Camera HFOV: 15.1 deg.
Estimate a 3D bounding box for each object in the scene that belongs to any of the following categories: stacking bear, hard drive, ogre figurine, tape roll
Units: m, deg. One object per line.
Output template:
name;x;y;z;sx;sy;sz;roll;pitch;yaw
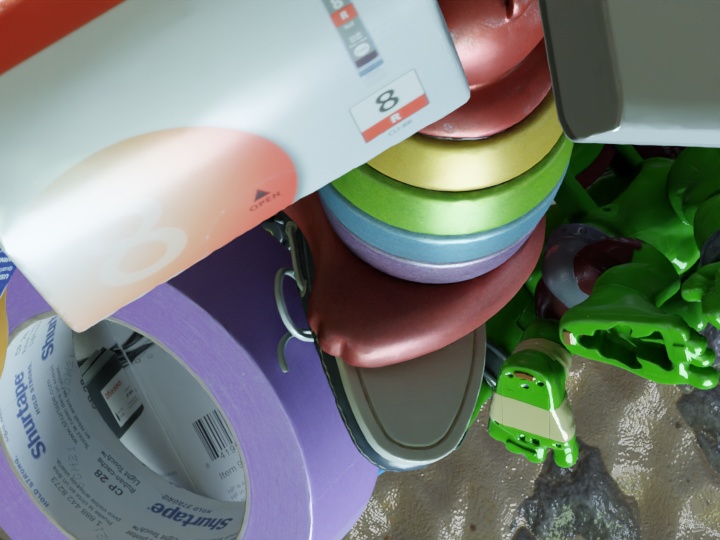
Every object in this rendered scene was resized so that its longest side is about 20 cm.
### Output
stacking bear;0.029;-0.071;1.026;0.113;0.122;0.200;-14;151;-13
hard drive;0.121;-0.106;0.892;0.026;0.133;0.199;-14;172;38
ogre figurine;0.108;0.003;1.132;0.098;0.120;0.200;30;144;-5
tape roll;-0.091;0.063;1.216;0.199;0.201;0.066;-14;-162;38

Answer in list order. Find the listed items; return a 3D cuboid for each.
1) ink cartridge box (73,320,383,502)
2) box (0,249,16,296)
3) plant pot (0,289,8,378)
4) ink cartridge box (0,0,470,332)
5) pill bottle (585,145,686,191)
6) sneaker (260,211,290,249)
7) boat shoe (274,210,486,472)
ink cartridge box;-0.068;0.027;1.343;0.144;0.201;0.084;-31;-174;-29
box;-0.135;-0.053;0.888;0.121;0.032;0.201;-5;131;-54
plant pot;-0.257;0.016;1.148;0.182;0.202;0.200;-11;175;-33
ink cartridge box;-0.059;-0.072;0.845;0.162;0.050;0.200;-31;156;0
pill bottle;0.173;-0.093;1.173;0.199;0.115;0.114;-16;171;42
sneaker;0.011;-0.005;1.314;0.199;0.073;0.072;11;128;-24
boat shoe;0.000;0.000;1.141;0.074;0.201;0.062;5;147;-31
